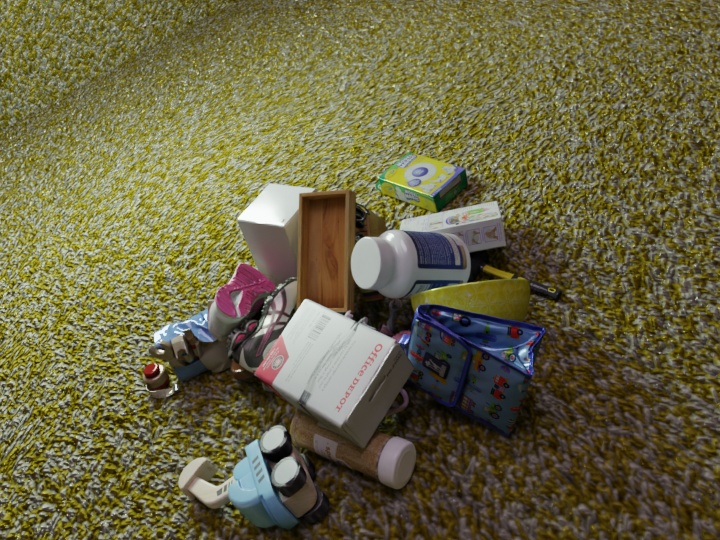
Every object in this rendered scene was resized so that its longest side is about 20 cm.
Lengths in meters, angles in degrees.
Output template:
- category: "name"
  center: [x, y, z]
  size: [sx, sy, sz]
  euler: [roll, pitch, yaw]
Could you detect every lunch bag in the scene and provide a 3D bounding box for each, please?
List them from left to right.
- category: "lunch bag"
  center: [0.150, 0.129, 1.021]
  size: [0.195, 0.153, 0.095]
  euler: [19, 48, 14]

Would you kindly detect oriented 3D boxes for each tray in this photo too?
- category: "tray"
  center: [-0.058, -0.031, 1.200]
  size: [0.096, 0.037, 0.206]
  euler: [-1, 85, 23]

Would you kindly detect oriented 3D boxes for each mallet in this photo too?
- category: "mallet"
  center: [0.260, 0.018, 1.251]
  size: [0.065, 0.042, 0.198]
  euler: [-38, 46, -25]

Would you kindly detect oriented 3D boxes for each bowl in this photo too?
- category: "bowl"
  center: [0.183, 0.084, 1.124]
  size: [0.195, 0.200, 0.111]
  euler: [-9, 81, 12]

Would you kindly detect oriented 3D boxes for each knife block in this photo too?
- category: "knife block"
  center: [-0.005, -0.091, 1.377]
  size: [0.062, 0.178, 0.203]
  euler: [-6, 39, 14]

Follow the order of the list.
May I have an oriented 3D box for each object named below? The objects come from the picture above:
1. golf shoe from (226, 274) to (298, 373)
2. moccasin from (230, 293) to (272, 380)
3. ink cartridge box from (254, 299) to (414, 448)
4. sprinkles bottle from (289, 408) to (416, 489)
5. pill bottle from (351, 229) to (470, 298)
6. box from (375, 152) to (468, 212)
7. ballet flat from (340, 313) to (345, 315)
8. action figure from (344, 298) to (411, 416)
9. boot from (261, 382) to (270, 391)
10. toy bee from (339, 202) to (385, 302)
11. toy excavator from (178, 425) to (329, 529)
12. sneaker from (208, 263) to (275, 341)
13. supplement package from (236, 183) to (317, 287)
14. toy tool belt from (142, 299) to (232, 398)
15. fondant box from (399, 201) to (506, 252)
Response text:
- category: "golf shoe"
  center: [-0.143, 0.095, 1.210]
  size: [0.087, 0.078, 0.201]
  euler: [35, 60, 10]
- category: "moccasin"
  center: [-0.191, 0.115, 1.289]
  size: [0.072, 0.079, 0.204]
  euler: [1, 42, 22]
- category: "ink cartridge box"
  center: [-0.039, 0.149, 1.044]
  size: [0.197, 0.084, 0.147]
  euler: [21, 68, 40]
- category: "sprinkles bottle"
  center: [-0.014, 0.260, 1.048]
  size: [0.196, 0.069, 0.069]
  euler: [13, 47, 35]
- category: "pill bottle"
  center: [0.084, -0.010, 1.182]
  size: [0.196, 0.114, 0.110]
  euler: [1, 23, -38]
- category: "box"
  center: [0.129, -0.203, 1.561]
  size: [0.117, 0.049, 0.198]
  euler: [-41, 41, -26]
- category: "ballet flat"
  center: [-0.055, 0.084, 1.267]
  size: [0.065, 0.072, 0.201]
  euler: [-2, 27, 4]
- category: "action figure"
  center: [0.034, 0.135, 1.179]
  size: [0.131, 0.153, 0.199]
  euler: [-8, 11, -26]
- category: "boot"
  center: [-0.116, 0.130, 1.258]
  size: [0.093, 0.075, 0.203]
  euler: [-2, 46, 7]
- category: "toy bee"
  center: [0.000, 0.000, 1.252]
  size: [0.129, 0.200, 0.110]
  euler: [-25, 37, 27]
- category: "toy excavator"
  center: [-0.170, 0.318, 1.034]
  size: [0.197, 0.101, 0.195]
  euler: [-33, 38, -3]
- category: "sneaker"
  center: [-0.221, 0.057, 1.252]
  size: [0.081, 0.089, 0.200]
  euler: [37, 25, 2]
- category: "supplement package"
  center: [-0.132, -0.048, 1.359]
  size: [0.119, 0.203, 0.120]
  euler: [10, 46, 31]
- category: "toy tool belt"
  center: [-0.327, 0.132, 1.289]
  size: [0.196, 0.125, 0.126]
  euler: [-24, 38, -6]
- category: "fondant box"
  center: [0.173, -0.073, 1.336]
  size: [0.195, 0.060, 0.145]
  euler: [-12, 15, 11]
